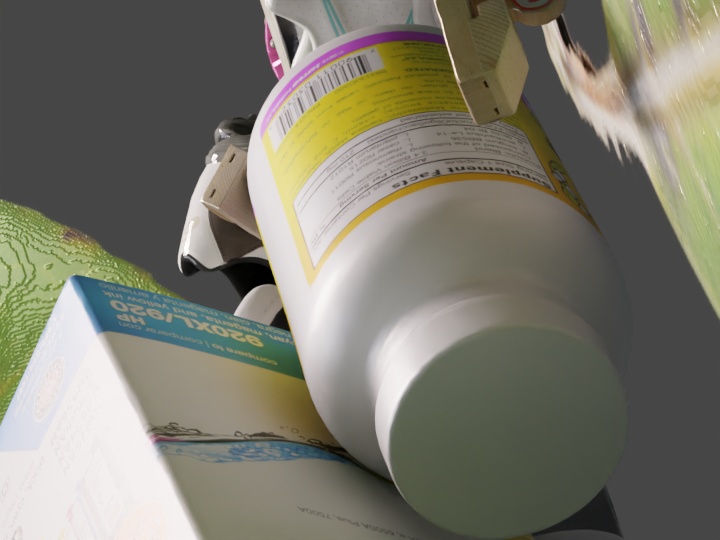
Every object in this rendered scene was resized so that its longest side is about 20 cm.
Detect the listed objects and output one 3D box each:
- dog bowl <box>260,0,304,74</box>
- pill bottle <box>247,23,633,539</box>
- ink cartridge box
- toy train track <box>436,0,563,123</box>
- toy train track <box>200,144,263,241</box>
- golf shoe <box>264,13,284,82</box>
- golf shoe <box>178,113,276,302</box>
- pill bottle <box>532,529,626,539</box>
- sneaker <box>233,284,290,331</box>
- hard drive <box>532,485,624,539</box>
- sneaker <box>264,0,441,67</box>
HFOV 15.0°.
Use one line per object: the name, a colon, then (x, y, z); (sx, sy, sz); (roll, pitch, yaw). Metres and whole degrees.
dog bowl: (-0.018, -0.160, 1.219); (0.200, 0.074, 0.200); (163, 90, -89)
pill bottle: (0.026, 0.003, 0.879); (0.200, 0.104, 0.104); (-110, 2, -61)
ink cartridge box: (-0.036, 0.122, 0.875); (0.147, 0.145, 0.200); (-64, 28, 17)
toy train track: (0.023, -0.134, 0.774); (0.115, 0.033, 0.200); (60, -166, -60)
toy train track: (0.000, 0.000, 1.039); (0.033, 0.115, 0.200); (24, 174, 40)
golf shoe: (-0.026, -0.182, 1.648); (0.092, 0.075, 0.200); (-50, -54, -73)
golf shoe: (-0.002, 0.021, 1.201); (0.200, 0.095, 0.078); (41, 151, -20)
pill bottle: (0.084, 0.192, 0.903); (0.109, 0.109, 0.200); (74, 178, -60)
sneaker: (0.005, 0.076, 1.118); (0.073, 0.112, 0.200); (-62, -17, -19)
hard drive: (0.097, 0.144, 1.146); (0.135, 0.042, 0.200); (88, 164, -85)
sneaker: (0.013, -0.064, 1.114); (0.070, 0.080, 0.200); (-113, 3, -55)
